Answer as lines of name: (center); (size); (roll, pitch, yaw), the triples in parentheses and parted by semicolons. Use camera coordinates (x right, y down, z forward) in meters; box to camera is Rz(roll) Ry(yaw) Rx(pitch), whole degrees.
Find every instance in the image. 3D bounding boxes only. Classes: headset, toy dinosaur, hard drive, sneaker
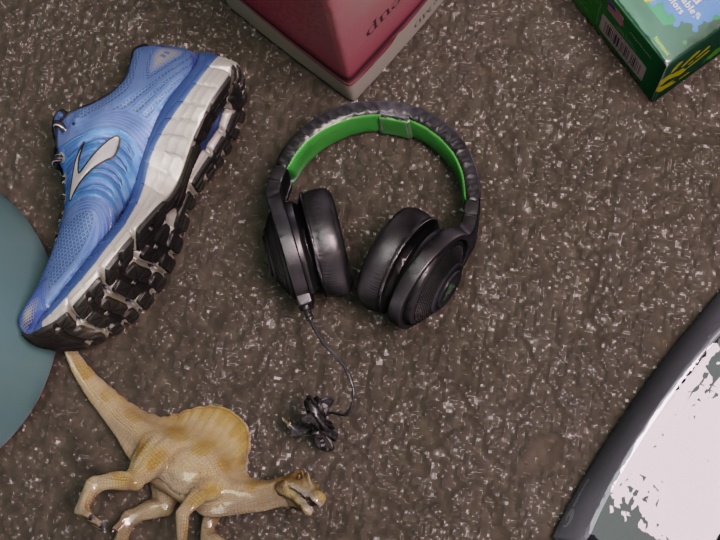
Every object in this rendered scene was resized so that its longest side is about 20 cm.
headset: (0.000, 0.000, 0.790); (0.123, 0.094, 0.201); (11, 66, 10)
toy dinosaur: (-0.113, 0.114, 0.784); (0.200, 0.058, 0.101); (26, 66, 21)
hard drive: (0.214, 0.103, 0.756); (0.135, 0.042, 0.200); (36, 84, 10)
sneaker: (-0.146, -0.045, 0.801); (0.089, 0.079, 0.200); (23, 73, 16)

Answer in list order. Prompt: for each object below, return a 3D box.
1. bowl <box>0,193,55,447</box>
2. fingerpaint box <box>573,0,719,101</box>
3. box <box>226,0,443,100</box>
bowl: (-0.284, 0.025, 0.774); (0.200, 0.105, 0.202); (-1, 80, 8)
fingerpaint box: (0.181, -0.233, 0.803); (0.167, 0.073, 0.200); (-35, 79, -2)
box: (-0.011, -0.197, 0.747); (0.109, 0.200, 0.128); (39, 85, 10)
